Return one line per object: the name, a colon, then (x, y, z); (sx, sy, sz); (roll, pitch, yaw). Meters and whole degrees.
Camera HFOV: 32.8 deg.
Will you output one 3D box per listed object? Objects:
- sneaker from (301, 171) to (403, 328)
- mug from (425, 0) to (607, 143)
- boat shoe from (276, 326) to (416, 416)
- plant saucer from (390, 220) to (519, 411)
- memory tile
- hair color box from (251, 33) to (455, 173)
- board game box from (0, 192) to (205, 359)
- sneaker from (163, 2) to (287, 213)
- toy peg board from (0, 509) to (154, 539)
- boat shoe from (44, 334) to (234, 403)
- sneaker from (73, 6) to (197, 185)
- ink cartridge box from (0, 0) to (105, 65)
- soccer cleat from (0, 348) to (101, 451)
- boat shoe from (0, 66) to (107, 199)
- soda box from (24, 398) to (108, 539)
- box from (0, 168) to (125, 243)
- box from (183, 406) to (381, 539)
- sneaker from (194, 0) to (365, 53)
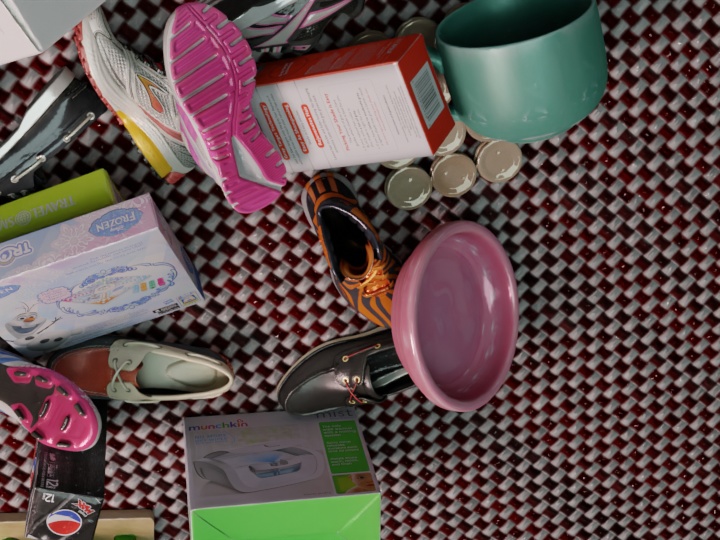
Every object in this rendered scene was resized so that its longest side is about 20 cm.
sneaker: (0.000, 0.000, 1.270); (0.077, 0.112, 0.200); (-31, 117, 6)
mug: (0.145, -0.193, 1.174); (0.185, 0.152, 0.115); (6, 127, 36)
boat shoe: (0.001, 0.113, 1.356); (0.201, 0.063, 0.074); (-22, 121, 2)
plant saucer: (0.096, 0.048, 1.294); (0.051, 0.201, 0.201); (-1, 127, 40)
memory tile: (0.077, -0.166, 1.256); (0.153, 0.017, 0.200); (-18, 118, -2)
hair color box: (-0.021, -0.154, 1.161); (0.200, 0.061, 0.102); (-3, 124, 33)
board game box: (-0.272, 0.011, 1.201); (0.200, 0.043, 0.199); (-18, 159, -2)
sneaker: (-0.139, -0.151, 1.126); (0.081, 0.088, 0.200); (-27, 121, -22)
toy peg board: (-0.339, 0.387, 1.409); (0.200, 0.098, 0.200); (1, 116, -10)
boat shoe: (-0.234, 0.109, 1.301); (0.200, 0.063, 0.071); (4, 96, -13)
sneaker: (-0.207, -0.181, 1.172); (0.082, 0.078, 0.200); (-32, 127, 2)
ink cartridge box: (-0.301, -0.236, 1.027); (0.200, 0.146, 0.084); (-2, 129, 42)
soccer cleat: (-0.334, 0.122, 1.246); (0.200, 0.086, 0.070); (23, 95, 19)
boat shoe: (-0.327, -0.104, 1.181); (0.060, 0.076, 0.200); (40, 104, -19)
soda box: (-0.301, 0.195, 1.262); (0.071, 0.200, 0.063); (13, 114, -16)
box: (-0.323, -0.024, 1.206); (0.200, 0.048, 0.122); (-20, 155, -1)
box: (-0.089, 0.239, 1.336); (0.200, 0.177, 0.097); (-3, 117, -9)
sneaker: (-0.082, -0.235, 1.162); (0.200, 0.080, 0.086); (-25, 128, 9)
